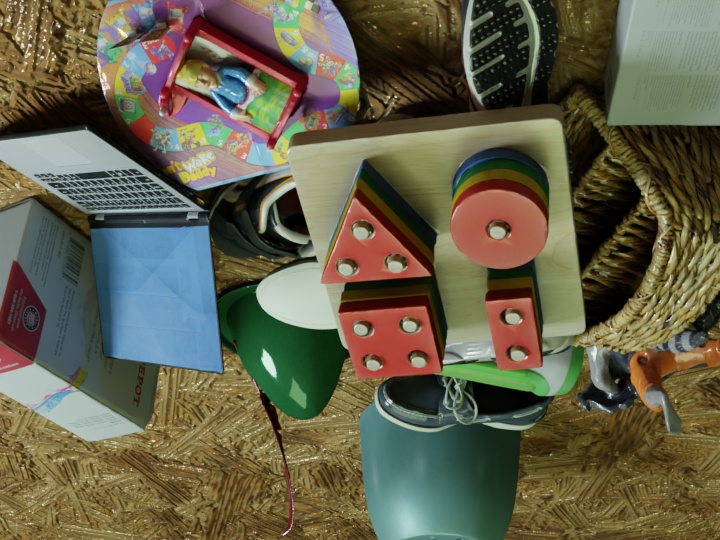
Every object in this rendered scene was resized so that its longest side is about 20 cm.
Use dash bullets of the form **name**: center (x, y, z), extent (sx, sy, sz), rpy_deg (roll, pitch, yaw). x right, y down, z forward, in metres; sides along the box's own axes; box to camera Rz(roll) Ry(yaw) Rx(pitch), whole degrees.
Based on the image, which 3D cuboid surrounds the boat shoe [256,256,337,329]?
- **boat shoe**: center (0.000, 0.000, 1.053), extent (0.197, 0.062, 0.074), rpy_deg (-14, 119, 20)

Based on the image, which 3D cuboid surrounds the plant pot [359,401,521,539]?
- **plant pot**: center (0.094, 0.256, 1.348), extent (0.197, 0.163, 0.202), rpy_deg (1, 147, 1)

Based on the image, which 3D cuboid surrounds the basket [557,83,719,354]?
- **basket**: center (0.197, -0.024, 0.933), extent (0.146, 0.145, 0.201), rpy_deg (12, 146, -16)

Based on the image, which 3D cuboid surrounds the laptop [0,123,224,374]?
- **laptop**: center (-0.216, -0.015, 0.946), extent (0.185, 0.118, 0.199), rpy_deg (1, 154, 46)

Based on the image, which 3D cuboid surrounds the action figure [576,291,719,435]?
- **action figure**: center (0.282, 0.051, 1.042), extent (0.199, 0.193, 0.105), rpy_deg (-40, 118, -8)

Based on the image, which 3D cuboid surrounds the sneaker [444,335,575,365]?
- **sneaker**: center (0.104, 0.039, 0.999), extent (0.080, 0.085, 0.198), rpy_deg (1, 171, -44)

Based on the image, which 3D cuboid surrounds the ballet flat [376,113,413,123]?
- **ballet flat**: center (0.016, -0.030, 0.949), extent (0.067, 0.068, 0.203), rpy_deg (8, 125, 6)

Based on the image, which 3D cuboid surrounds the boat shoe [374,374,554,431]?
- **boat shoe**: center (0.115, 0.137, 1.245), extent (0.196, 0.076, 0.062), rpy_deg (9, 148, -12)

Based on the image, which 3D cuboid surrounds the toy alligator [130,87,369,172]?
- **toy alligator**: center (-0.083, -0.116, 0.901), extent (0.196, 0.060, 0.054), rpy_deg (-8, -172, 13)

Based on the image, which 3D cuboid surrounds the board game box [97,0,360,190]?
- **board game box**: center (-0.099, -0.130, 0.826), extent (0.197, 0.039, 0.160), rpy_deg (-11, 119, 17)

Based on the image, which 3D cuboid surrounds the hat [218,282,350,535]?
- **hat**: center (-0.070, 0.136, 1.161), extent (0.164, 0.179, 0.200), rpy_deg (-19, 141, 30)

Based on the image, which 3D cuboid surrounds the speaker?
- **speaker**: center (0.117, 0.069, 1.134), extent (0.197, 0.090, 0.089), rpy_deg (12, 146, -13)

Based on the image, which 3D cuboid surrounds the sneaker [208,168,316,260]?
- **sneaker**: center (-0.074, -0.047, 0.979), extent (0.077, 0.081, 0.200), rpy_deg (20, 144, -26)

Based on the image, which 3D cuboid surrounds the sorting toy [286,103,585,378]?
- **sorting toy**: center (0.059, -0.008, 0.842), extent (0.196, 0.070, 0.201), rpy_deg (-4, 129, 14)

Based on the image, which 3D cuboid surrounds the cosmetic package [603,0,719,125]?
- **cosmetic package**: center (0.253, -0.181, 0.777), extent (0.148, 0.052, 0.201), rpy_deg (3, 147, 4)

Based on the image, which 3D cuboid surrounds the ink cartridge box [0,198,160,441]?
- **ink cartridge box**: center (-0.281, 0.053, 1.080), extent (0.082, 0.148, 0.200), rpy_deg (-15, 143, 27)

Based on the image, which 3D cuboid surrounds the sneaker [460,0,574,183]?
- **sneaker**: center (0.101, -0.138, 0.835), extent (0.073, 0.080, 0.202), rpy_deg (-22, 129, -10)
